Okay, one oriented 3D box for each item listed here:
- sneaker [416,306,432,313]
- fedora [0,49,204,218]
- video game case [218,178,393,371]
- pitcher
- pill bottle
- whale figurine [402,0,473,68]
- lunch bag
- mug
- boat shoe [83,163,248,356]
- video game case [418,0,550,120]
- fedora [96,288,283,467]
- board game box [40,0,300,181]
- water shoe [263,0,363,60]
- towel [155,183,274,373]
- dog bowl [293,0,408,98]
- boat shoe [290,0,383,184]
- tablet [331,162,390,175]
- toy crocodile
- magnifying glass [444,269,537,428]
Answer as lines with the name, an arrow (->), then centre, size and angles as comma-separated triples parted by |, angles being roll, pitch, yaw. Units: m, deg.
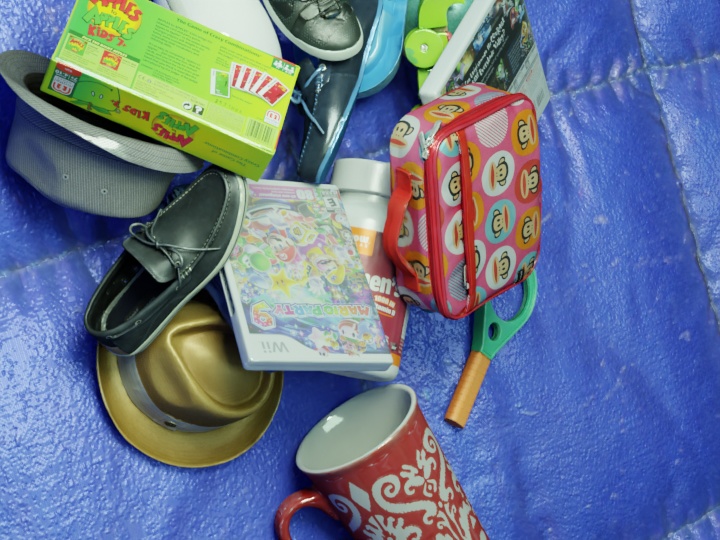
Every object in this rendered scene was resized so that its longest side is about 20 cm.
sneaker -> 0.124, -0.028, 1.655 | 0.200, 0.077, 0.080 | -52, 123, -25
fedora -> -0.240, -0.108, 1.405 | 0.198, 0.177, 0.091 | 21, 107, -16
video game case -> -0.060, 0.002, 1.433 | 0.142, 0.018, 0.201 | 3, 53, -30
pitcher -> -0.148, -0.226, 1.460 | 0.171, 0.120, 0.202 | -16, 92, -74
pill bottle -> 0.000, 0.000, 1.551 | 0.109, 0.109, 0.202 | 15, 82, -31
whale figurine -> 0.113, -0.298, 1.673 | 0.159, 0.103, 0.201 | 45, 62, -21
lunch bag -> 0.089, -0.062, 1.493 | 0.175, 0.082, 0.202 | -28, 124, -37
mug -> 0.025, 0.238, 1.564 | 0.201, 0.176, 0.134 | 58, 22, -19
boat shoe -> -0.169, -0.011, 1.387 | 0.200, 0.075, 0.062 | -51, 151, 8
video game case -> 0.128, -0.176, 1.600 | 0.201, 0.023, 0.183 | -59, 144, -33
fedora -> -0.143, 0.086, 1.469 | 0.199, 0.082, 0.203 | 5, 81, -33
board game box -> -0.160, -0.163, 1.361 | 0.198, 0.048, 0.102 | 23, 54, -12
water shoe -> -0.061, -0.283, 1.458 | 0.071, 0.079, 0.201 | -33, 88, -22
towel -> -0.096, -0.001, 1.468 | 0.111, 0.049, 0.201 | -12, 58, -49
dog bowl -> -0.002, -0.265, 1.595 | 0.050, 0.110, 0.202 | 43, 53, -73
boat shoe -> -0.035, -0.178, 1.522 | 0.068, 0.084, 0.202 | 17, 68, -3
tablet -> 0.061, -0.049, 1.664 | 0.199, 0.014, 0.132 | -6, 88, -35
toy crocodile -> 0.076, -0.181, 1.585 | 0.061, 0.068, 0.202 | -2, 99, 1
magnifying glass -> 0.136, 0.072, 1.691 | 0.079, 0.022, 0.201 | 38, 69, -36
